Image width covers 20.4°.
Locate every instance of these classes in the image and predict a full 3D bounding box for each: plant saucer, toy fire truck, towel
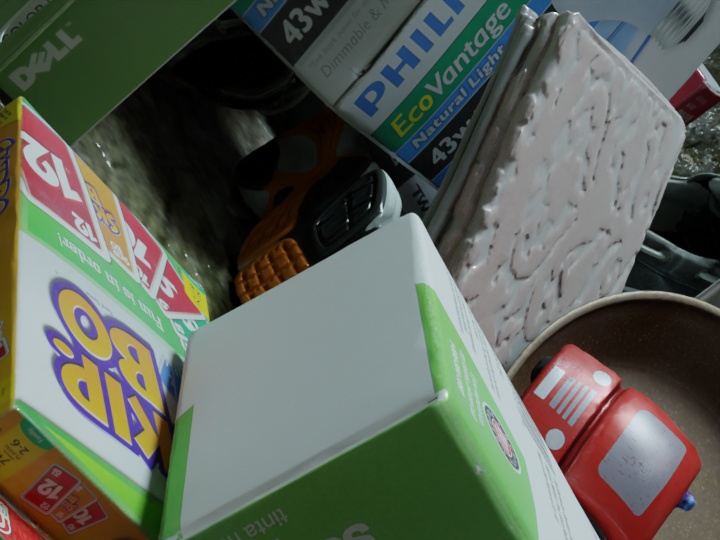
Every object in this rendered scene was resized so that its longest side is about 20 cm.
[{"bbox_3d":[0.117,0.111,0.822,0.201,0.200,0.037,51,-28,-13],"label":"plant saucer"},{"bbox_3d":[0.090,0.123,0.700,0.141,0.049,0.201,36,-32,11],"label":"toy fire truck"},{"bbox_3d":[0.063,0.007,0.813,0.032,0.201,0.191,25,0,25],"label":"towel"}]

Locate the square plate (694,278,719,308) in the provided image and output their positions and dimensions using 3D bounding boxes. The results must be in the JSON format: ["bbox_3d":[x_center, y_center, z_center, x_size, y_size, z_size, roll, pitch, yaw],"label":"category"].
[{"bbox_3d":[0.176,0.116,0.901,0.201,0.198,0.028,55,29,6],"label":"square plate"}]

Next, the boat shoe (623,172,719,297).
[{"bbox_3d":[0.169,-0.009,0.974,0.198,0.071,0.072,5,48,-30],"label":"boat shoe"}]

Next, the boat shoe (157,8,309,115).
[{"bbox_3d":[-0.055,-0.104,0.943,0.064,0.071,0.200,56,19,15],"label":"boat shoe"}]

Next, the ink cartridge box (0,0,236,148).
[{"bbox_3d":[-0.088,-0.113,0.720,0.059,0.104,0.200,44,14,-27],"label":"ink cartridge box"}]

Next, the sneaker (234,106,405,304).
[{"bbox_3d":[0.000,0.000,0.845,0.092,0.075,0.200,54,12,-21],"label":"sneaker"}]

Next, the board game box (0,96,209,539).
[{"bbox_3d":[-0.074,0.030,0.568,0.096,0.030,0.201,49,15,-28],"label":"board game box"}]

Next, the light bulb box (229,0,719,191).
[{"bbox_3d":[0.060,-0.141,0.855,0.125,0.199,0.200,45,8,31],"label":"light bulb box"}]

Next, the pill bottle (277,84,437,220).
[{"bbox_3d":[0.038,-0.049,1.046,0.106,0.106,0.201,35,22,-58],"label":"pill bottle"}]

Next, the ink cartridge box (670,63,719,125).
[{"bbox_3d":[0.087,-0.101,1.167,0.146,0.199,0.083,55,14,9],"label":"ink cartridge box"}]

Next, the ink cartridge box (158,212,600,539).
[{"bbox_3d":[0.032,0.105,0.557,0.201,0.084,0.146,60,8,-17],"label":"ink cartridge box"}]
